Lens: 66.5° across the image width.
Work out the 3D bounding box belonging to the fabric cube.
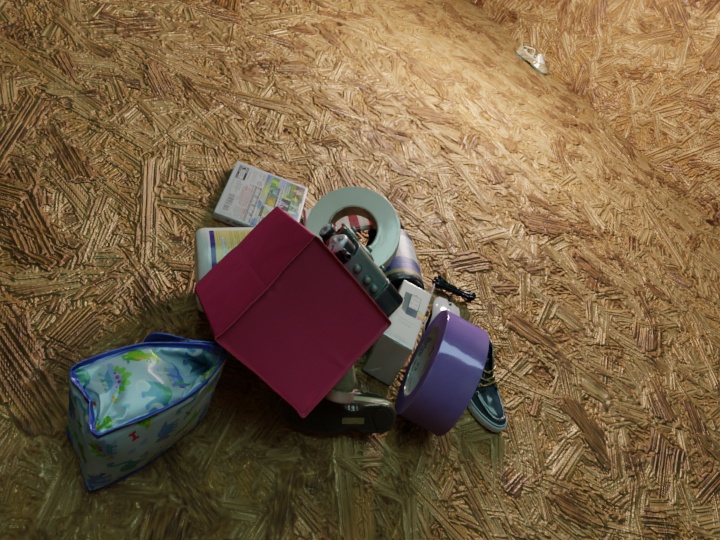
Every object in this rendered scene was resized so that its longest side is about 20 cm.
[{"bbox_3d":[-0.110,0.056,0.844,0.197,0.200,0.199,50,-7,-30],"label":"fabric cube"}]

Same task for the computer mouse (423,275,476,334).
[{"bbox_3d":[0.193,0.089,1.213,0.108,0.044,0.201,30,41,-2],"label":"computer mouse"}]

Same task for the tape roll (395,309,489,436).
[{"bbox_3d":[0.142,0.179,0.975,0.083,0.202,0.202,26,41,-1],"label":"tape roll"}]

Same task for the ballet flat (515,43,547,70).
[{"bbox_3d":[0.850,-1.046,2.700,0.199,0.066,0.070,42,42,13],"label":"ballet flat"}]

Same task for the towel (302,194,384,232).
[{"bbox_3d":[-0.029,-0.114,1.217,0.194,0.023,0.145,-11,31,-3],"label":"towel"}]

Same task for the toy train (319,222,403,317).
[{"bbox_3d":[0.000,0.000,0.997,0.201,0.085,0.114,51,-2,-31],"label":"toy train"}]

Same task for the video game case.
[{"bbox_3d":[-0.218,-0.153,1.232,0.178,0.022,0.203,20,41,-11],"label":"video game case"}]

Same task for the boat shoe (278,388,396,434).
[{"bbox_3d":[-0.041,0.232,0.930,0.197,0.077,0.075,12,11,-11],"label":"boat shoe"}]

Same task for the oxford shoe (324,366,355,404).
[{"bbox_3d":[-0.049,0.152,0.929,0.069,0.076,0.199,10,8,-25],"label":"oxford shoe"}]

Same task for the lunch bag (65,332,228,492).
[{"bbox_3d":[-0.285,0.179,0.750,0.197,0.171,0.129,-15,60,-38],"label":"lunch bag"}]

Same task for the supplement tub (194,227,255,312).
[{"bbox_3d":[-0.194,-0.003,0.986,0.195,0.147,0.148,-2,49,-20],"label":"supplement tub"}]

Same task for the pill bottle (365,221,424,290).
[{"bbox_3d":[0.069,-0.020,1.197,0.109,0.113,0.203,10,43,-20],"label":"pill bottle"}]

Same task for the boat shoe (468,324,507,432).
[{"bbox_3d":[0.240,0.209,1.084,0.069,0.092,0.203,-4,51,-32],"label":"boat shoe"}]

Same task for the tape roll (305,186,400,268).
[{"bbox_3d":[-0.016,-0.077,1.127,0.197,0.037,0.208,0,66,-1],"label":"tape roll"}]

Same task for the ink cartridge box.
[{"bbox_3d":[0.077,0.105,1.073,0.066,0.118,0.201,27,41,1],"label":"ink cartridge box"}]
